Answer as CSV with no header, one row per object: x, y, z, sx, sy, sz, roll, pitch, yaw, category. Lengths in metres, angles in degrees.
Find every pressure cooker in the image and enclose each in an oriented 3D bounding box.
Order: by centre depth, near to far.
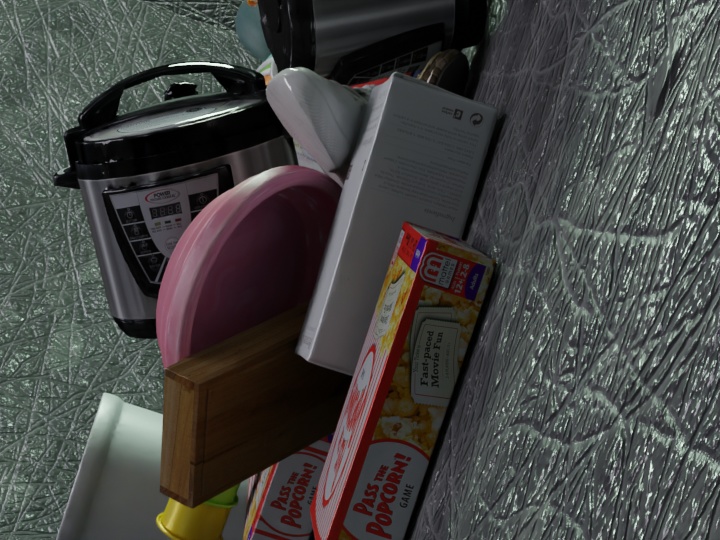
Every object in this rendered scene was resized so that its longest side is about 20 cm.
-0.133,-0.061,1.683,0.178,0.176,0.201,2,107,51,pressure cooker
0.020,-0.246,1.684,0.176,0.199,0.179,-112,15,-45,pressure cooker

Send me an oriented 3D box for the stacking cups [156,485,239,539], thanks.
-0.110,0.128,1.758,0.061,0.060,0.201,-91,20,-74,stacking cups

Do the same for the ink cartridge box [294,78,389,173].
-0.021,-0.116,1.896,0.067,0.116,0.201,-20,-48,-61,ink cartridge box

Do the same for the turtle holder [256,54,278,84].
-0.018,-0.165,2.056,0.132,0.185,0.141,73,-166,-63,turtle holder

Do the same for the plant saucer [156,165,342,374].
-0.079,0.017,1.548,0.200,0.051,0.201,-33,-46,-41,plant saucer

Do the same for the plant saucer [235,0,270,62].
-0.023,-0.235,2.118,0.201,0.200,0.039,117,151,-60,plant saucer

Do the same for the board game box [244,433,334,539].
-0.050,0.146,1.753,0.200,0.046,0.152,-92,21,-75,board game box

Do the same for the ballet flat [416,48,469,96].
0.036,-0.103,1.695,0.067,0.046,0.200,-36,-21,-37,ballet flat

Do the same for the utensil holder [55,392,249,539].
-0.168,0.223,1.976,0.170,0.199,0.171,-162,90,-84,utensil holder

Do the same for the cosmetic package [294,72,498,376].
0.022,-0.024,1.462,0.113,0.081,0.201,169,119,-83,cosmetic package

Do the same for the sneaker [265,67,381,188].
-0.001,-0.111,1.563,0.088,0.075,0.200,-44,-27,-2,sneaker

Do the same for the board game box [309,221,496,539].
0.023,0.076,1.312,0.152,0.046,0.201,-131,59,-84,board game box

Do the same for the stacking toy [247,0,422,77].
-0.018,-0.234,1.935,0.110,0.199,0.116,-80,11,-58,stacking toy

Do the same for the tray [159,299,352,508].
-0.061,0.087,1.536,0.200,0.037,0.099,-26,-51,-48,tray
